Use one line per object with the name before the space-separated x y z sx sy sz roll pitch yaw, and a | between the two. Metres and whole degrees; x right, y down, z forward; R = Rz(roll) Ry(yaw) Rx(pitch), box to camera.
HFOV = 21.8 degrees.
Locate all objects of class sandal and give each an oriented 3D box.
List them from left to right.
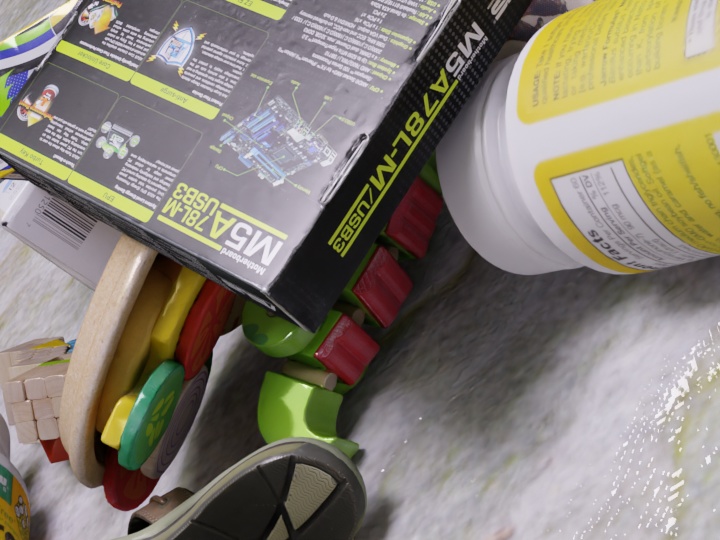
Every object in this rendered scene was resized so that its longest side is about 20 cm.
sandal | -0.075 0.135 0.892 0.201 0.080 0.057 -30 20 25

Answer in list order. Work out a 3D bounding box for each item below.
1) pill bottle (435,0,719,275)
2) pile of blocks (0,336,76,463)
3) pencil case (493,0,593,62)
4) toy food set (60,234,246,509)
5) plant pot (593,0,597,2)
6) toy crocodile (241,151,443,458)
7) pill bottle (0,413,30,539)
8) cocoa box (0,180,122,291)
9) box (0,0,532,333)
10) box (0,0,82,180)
pill bottle | 0.131 -0.061 0.751 0.200 0.114 0.114 -14 48 48
pile of blocks | -0.165 0.077 1.088 0.082 0.062 0.200 -11 7 -12
pencil case | 0.111 -0.148 0.896 0.200 0.090 0.078 -38 -11 25
toy food set | -0.090 0.024 0.935 0.200 0.049 0.198 70 -136 -80
plant pot | 0.169 -0.192 0.805 0.200 0.200 0.027 -45 -12 14
toy crocodile | 0.000 0.000 0.922 0.062 0.068 0.200 13 70 37
pill bottle | -0.242 0.162 1.048 0.113 0.113 0.200 -40 32 22
cocoa box | -0.128 -0.088 1.122 0.200 0.133 0.131 -56 30 -3
box | -0.045 -0.094 0.820 0.200 0.048 0.193 25 80 39
box | -0.114 -0.122 0.987 0.200 0.064 0.070 -29 -2 7
